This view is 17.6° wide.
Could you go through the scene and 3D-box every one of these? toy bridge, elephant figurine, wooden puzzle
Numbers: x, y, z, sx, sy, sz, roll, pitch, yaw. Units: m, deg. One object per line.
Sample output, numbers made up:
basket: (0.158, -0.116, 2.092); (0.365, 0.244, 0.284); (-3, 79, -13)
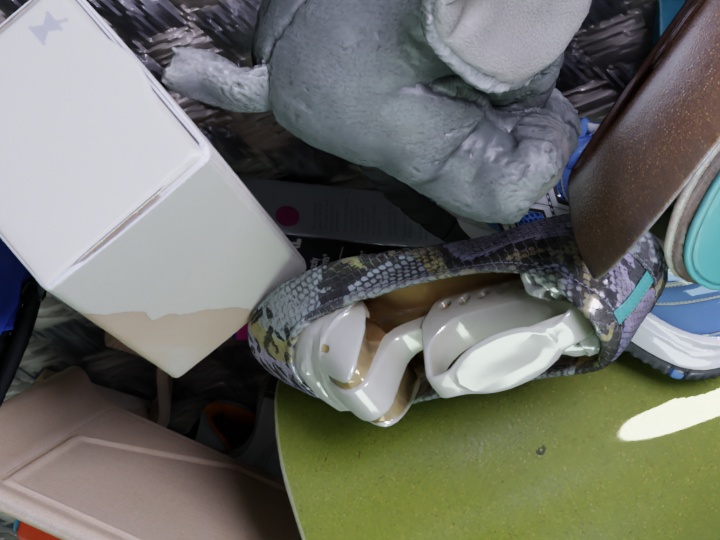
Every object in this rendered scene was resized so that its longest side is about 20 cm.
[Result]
toy bridge: (-0.139, 0.075, 1.208); (0.067, 0.027, 0.200); (18, 142, -25)
elephant figurine: (0.052, -0.127, 0.824); (0.141, 0.155, 0.200); (36, 133, 8)
wooden puzzle: (-0.076, 0.116, 1.052); (0.200, 0.185, 0.037); (28, 102, 7)

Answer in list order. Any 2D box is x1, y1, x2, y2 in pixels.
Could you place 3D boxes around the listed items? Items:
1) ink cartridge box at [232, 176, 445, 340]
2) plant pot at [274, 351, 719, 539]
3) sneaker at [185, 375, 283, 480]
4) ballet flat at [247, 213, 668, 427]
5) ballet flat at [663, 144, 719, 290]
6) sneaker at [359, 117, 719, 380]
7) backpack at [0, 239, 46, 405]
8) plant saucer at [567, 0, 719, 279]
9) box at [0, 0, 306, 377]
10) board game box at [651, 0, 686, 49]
ink cartridge box: (0.000, 0.000, 1.084); (0.199, 0.037, 0.095); (8, 146, -6)
plant pot: (0.093, 0.086, 1.025); (0.200, 0.188, 0.187); (-25, 140, 15)
sneaker: (-0.069, 0.107, 1.215); (0.079, 0.074, 0.200); (38, 135, -16)
ballet flat: (0.025, 0.026, 0.923); (0.200, 0.072, 0.072); (-15, 144, 35)
ballet flat: (0.179, -0.080, 0.868); (0.067, 0.062, 0.200); (27, 112, -28)
sneaker: (0.084, -0.039, 0.947); (0.200, 0.076, 0.077); (29, 137, 7)
backpack: (-0.242, 0.071, 0.897); (0.167, 0.200, 0.163); (27, 147, -9)
plant saucer: (0.129, -0.086, 0.809); (0.032, 0.200, 0.200); (35, 143, 2)
box: (-0.092, -0.030, 0.909); (0.078, 0.095, 0.200); (-40, 164, -1)
board game box: (0.195, -0.038, 1.002); (0.150, 0.047, 0.200); (2, 147, 2)
